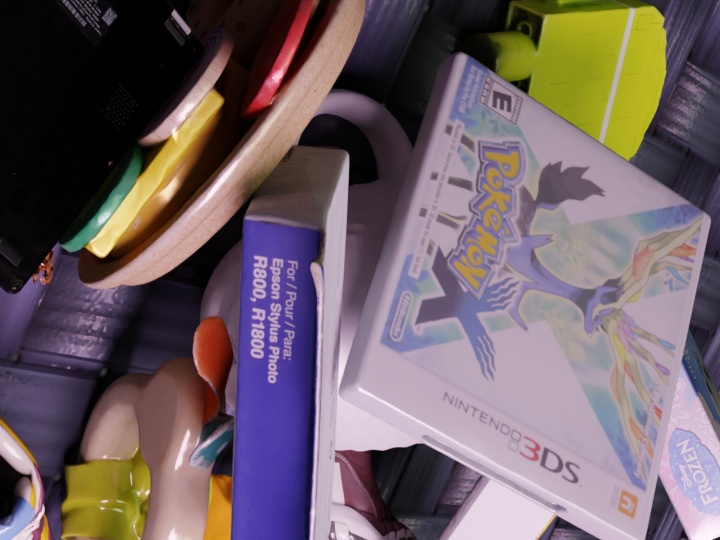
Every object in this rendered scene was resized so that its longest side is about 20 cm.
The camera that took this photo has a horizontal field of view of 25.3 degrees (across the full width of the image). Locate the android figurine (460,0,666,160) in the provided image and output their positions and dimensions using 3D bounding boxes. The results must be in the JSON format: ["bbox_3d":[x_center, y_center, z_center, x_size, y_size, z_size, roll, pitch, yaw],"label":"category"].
[{"bbox_3d":[0.132,-0.115,1.034,0.199,0.041,0.184,-16,124,-44],"label":"android figurine"}]

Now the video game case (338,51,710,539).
[{"bbox_3d":[0.092,0.014,0.820,0.181,0.022,0.201,30,60,-21],"label":"video game case"}]

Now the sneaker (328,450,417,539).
[{"bbox_3d":[-0.007,0.127,1.003,0.200,0.075,0.117,70,14,-74],"label":"sneaker"}]

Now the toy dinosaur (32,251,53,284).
[{"bbox_3d":[-0.163,-0.071,0.673,0.201,0.102,0.136,58,48,-28],"label":"toy dinosaur"}]

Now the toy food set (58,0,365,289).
[{"bbox_3d":[-0.067,-0.078,0.714,0.049,0.198,0.200,39,89,-19],"label":"toy food set"}]

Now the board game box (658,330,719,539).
[{"bbox_3d":[0.179,0.048,0.975,0.043,0.201,0.199,-25,178,14],"label":"board game box"}]

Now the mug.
[{"bbox_3d":[0.000,0.000,0.882,0.175,0.147,0.202,-8,87,-47],"label":"mug"}]

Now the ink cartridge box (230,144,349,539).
[{"bbox_3d":[-0.032,0.062,0.691,0.200,0.040,0.202,-84,177,-75],"label":"ink cartridge box"}]

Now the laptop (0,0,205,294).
[{"bbox_3d":[-0.154,-0.134,0.609,0.201,0.115,0.187,-55,143,-13],"label":"laptop"}]

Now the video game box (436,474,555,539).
[{"bbox_3d":[0.072,0.157,0.942,0.201,0.047,0.182,-59,175,26],"label":"video game box"}]

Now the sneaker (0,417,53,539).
[{"bbox_3d":[-0.184,0.118,0.762,0.075,0.090,0.201,-44,140,-21],"label":"sneaker"}]

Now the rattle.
[{"bbox_3d":[-0.062,0.103,0.809,0.142,0.131,0.200,23,128,-20],"label":"rattle"}]
